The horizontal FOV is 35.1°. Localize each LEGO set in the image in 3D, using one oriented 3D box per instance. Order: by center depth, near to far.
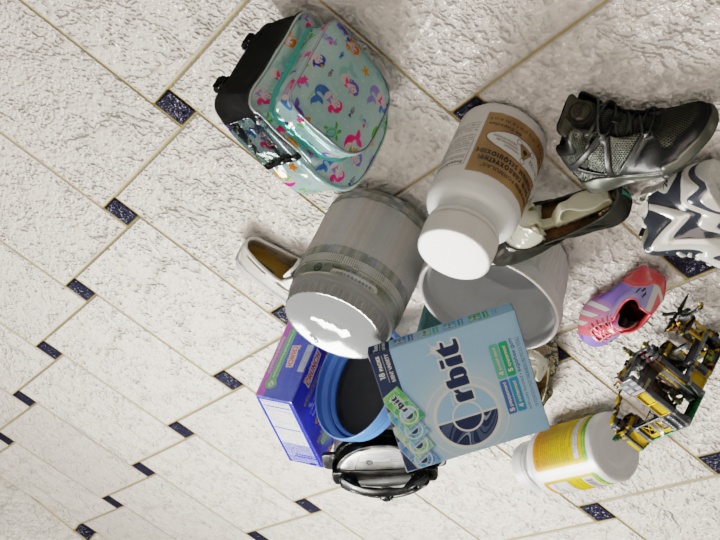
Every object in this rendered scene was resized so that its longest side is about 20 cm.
[{"bbox_3d":[0.384,0.130,1.508,0.116,0.200,0.154,38,159,-3],"label":"LEGO set"}]

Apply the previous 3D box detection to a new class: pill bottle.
[{"bbox_3d":[0.142,-0.093,1.354,0.114,0.201,0.115,17,146,12],"label":"pill bottle"},{"bbox_3d":[0.339,0.299,1.827,0.111,0.111,0.200,39,145,-18],"label":"pill bottle"}]

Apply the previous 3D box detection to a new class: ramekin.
[{"bbox_3d":[0.187,0.007,1.545,0.199,0.105,0.201,18,145,13],"label":"ramekin"}]

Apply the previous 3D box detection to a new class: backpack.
[{"bbox_3d":[-0.054,-0.194,1.377,0.150,0.178,0.200,0,142,42],"label":"backpack"}]

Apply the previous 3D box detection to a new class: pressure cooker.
[{"bbox_3d":[0.043,0.288,1.904,0.178,0.201,0.176,32,130,-29],"label":"pressure cooker"}]

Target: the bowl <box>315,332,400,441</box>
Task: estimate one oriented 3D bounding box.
[{"bbox_3d":[0.005,0.179,1.825,0.039,0.202,0.200,25,152,-35],"label":"bowl"}]

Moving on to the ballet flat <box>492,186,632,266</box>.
[{"bbox_3d":[0.233,-0.065,1.396,0.199,0.068,0.068,-22,156,10],"label":"ballet flat"}]

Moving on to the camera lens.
[{"bbox_3d":[0.000,0.000,1.576,0.159,0.201,0.160,18,145,13],"label":"camera lens"}]

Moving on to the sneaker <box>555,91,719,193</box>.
[{"bbox_3d":[0.297,-0.157,1.276,0.114,0.077,0.199,37,151,-26],"label":"sneaker"}]

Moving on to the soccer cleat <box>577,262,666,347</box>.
[{"bbox_3d":[0.345,0.063,1.537,0.066,0.077,0.200,29,146,-4],"label":"soccer cleat"}]

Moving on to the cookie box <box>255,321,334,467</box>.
[{"bbox_3d":[-0.090,0.208,1.947,0.075,0.172,0.200,6,141,23],"label":"cookie box"}]

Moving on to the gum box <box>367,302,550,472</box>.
[{"bbox_3d":[0.129,0.154,1.496,0.199,0.045,0.171,-18,102,4],"label":"gum box"}]

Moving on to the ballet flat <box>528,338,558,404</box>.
[{"bbox_3d":[0.262,0.157,1.721,0.067,0.075,0.201,14,144,19],"label":"ballet flat"}]

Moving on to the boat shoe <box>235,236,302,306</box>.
[{"bbox_3d":[-0.103,0.012,1.787,0.200,0.071,0.070,34,149,1],"label":"boat shoe"}]

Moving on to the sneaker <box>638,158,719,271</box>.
[{"bbox_3d":[0.404,-0.036,1.362,0.129,0.080,0.199,-12,130,45],"label":"sneaker"}]

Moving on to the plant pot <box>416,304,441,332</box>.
[{"bbox_3d":[0.132,0.154,1.631,0.141,0.200,0.142,17,113,5],"label":"plant pot"}]
